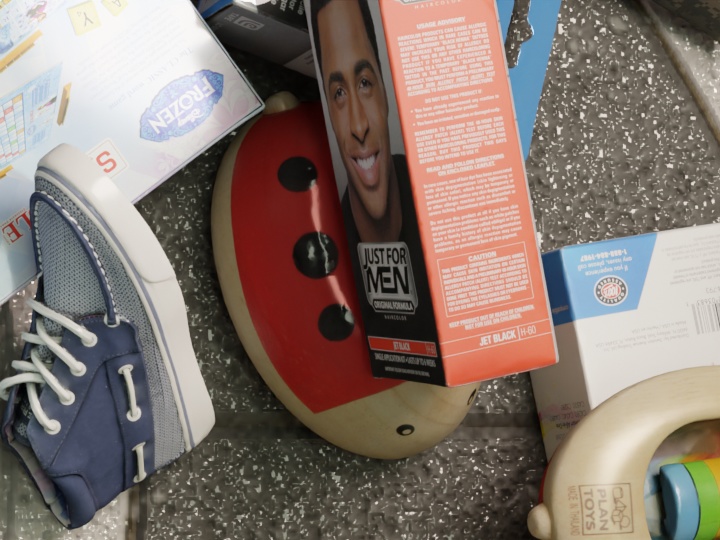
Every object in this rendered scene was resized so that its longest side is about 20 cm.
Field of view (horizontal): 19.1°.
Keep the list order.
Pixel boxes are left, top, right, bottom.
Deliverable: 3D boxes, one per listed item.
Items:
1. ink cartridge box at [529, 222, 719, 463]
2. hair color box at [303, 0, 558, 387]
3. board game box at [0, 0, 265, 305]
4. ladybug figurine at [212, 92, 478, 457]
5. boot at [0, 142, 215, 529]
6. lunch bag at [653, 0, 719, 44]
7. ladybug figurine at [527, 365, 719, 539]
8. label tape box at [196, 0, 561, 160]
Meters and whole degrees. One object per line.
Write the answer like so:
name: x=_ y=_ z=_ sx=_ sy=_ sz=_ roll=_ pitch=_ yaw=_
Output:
ink cartridge box: x=0.163 y=0.081 z=1.172 sx=0.116 sy=0.067 sz=0.200 roll=-9 pitch=86 yaw=-24
hair color box: x=0.031 y=-0.050 z=1.006 sx=0.061 sy=0.101 sz=0.200 roll=-11 pitch=94 yaw=-20
board game box: x=-0.182 y=-0.101 z=1.027 sx=0.200 sy=0.041 sz=0.200 roll=-38 pitch=100 yaw=-19
ladybug figurine: x=0.000 y=0.000 z=1.101 sx=0.136 sy=0.072 sz=0.200 roll=-29 pitch=94 yaw=-25
boot: x=-0.131 y=0.038 z=0.998 sx=0.090 sy=0.073 sz=0.200 roll=-40 pitch=138 yaw=-22
lunch bag: x=0.204 y=-0.256 z=1.220 sx=0.164 sy=0.118 sz=0.200 roll=29 pitch=66 yaw=-18
ladybug figurine: x=0.171 y=0.118 z=1.093 sx=0.200 sy=0.072 sz=0.136 roll=0 pitch=83 yaw=-24
label tape box: x=0.029 y=-0.160 z=1.103 sx=0.200 sy=0.063 sz=0.144 roll=19 pitch=74 yaw=-21
